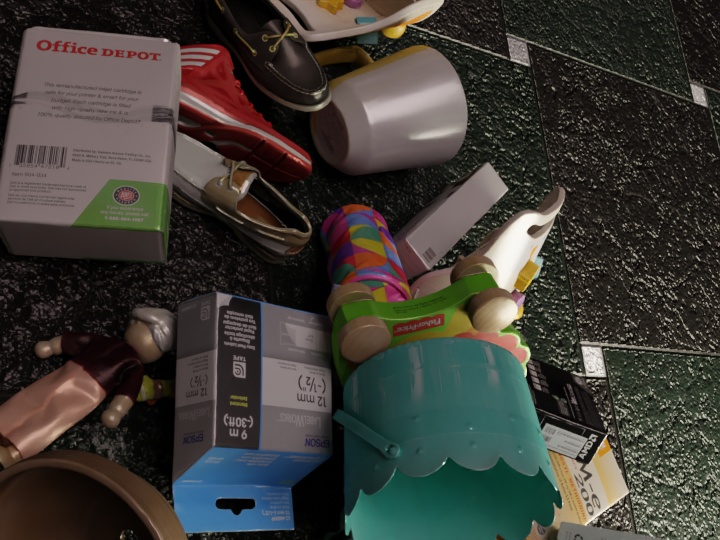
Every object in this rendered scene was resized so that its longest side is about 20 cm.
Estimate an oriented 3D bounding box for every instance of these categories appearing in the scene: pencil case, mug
[{"bbox_3d":[0.000,0.000,0.915,0.088,0.088,0.200,37,19,-19],"label":"pencil case"},{"bbox_3d":[0.013,-0.188,1.041,0.153,0.187,0.150,-21,118,-31],"label":"mug"}]

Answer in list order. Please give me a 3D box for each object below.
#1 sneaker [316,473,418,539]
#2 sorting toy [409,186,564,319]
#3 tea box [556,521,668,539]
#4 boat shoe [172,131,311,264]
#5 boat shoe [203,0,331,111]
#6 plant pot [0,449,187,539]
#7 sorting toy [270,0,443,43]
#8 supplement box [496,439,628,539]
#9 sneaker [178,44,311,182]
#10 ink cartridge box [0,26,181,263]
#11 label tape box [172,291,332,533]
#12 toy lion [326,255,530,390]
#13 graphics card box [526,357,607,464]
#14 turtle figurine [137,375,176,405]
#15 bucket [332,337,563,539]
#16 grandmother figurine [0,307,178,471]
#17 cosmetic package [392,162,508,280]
[{"bbox_3d":[0.045,0.285,0.893,0.200,0.078,0.140,-45,105,-24],"label":"sneaker"},{"bbox_3d":[0.171,-0.018,1.004,0.107,0.180,0.200,41,37,15],"label":"sorting toy"},{"bbox_3d":[0.282,0.417,0.930,0.197,0.134,0.200,58,45,-39],"label":"tea box"},{"bbox_3d":[-0.137,-0.088,0.910,0.200,0.068,0.075,35,55,-20],"label":"boat shoe"},{"bbox_3d":[-0.107,-0.260,0.959,0.072,0.061,0.201,-36,70,-24],"label":"boat shoe"},{"bbox_3d":[-0.208,0.232,0.677,0.201,0.201,0.093,63,19,1],"label":"plant pot"},{"bbox_3d":[-0.037,-0.343,1.044,0.180,0.107,0.200,-31,74,-36],"label":"sorting toy"},{"bbox_3d":[0.225,0.255,1.037,0.200,0.074,0.126,-18,84,-40],"label":"supplement box"},{"bbox_3d":[-0.132,-0.186,0.948,0.200,0.078,0.116,27,59,-27],"label":"sneaker"},{"bbox_3d":[-0.248,-0.116,0.797,0.145,0.084,0.200,4,68,-9],"label":"ink cartridge box"},{"bbox_3d":[-0.094,0.131,0.771,0.143,0.066,0.200,17,63,-45],"label":"label tape box"},{"bbox_3d":[0.072,0.087,0.843,0.200,0.192,0.069,-12,41,-11],"label":"toy lion"},{"bbox_3d":[0.177,0.141,0.990,0.200,0.051,0.125,20,23,-8],"label":"graphics card box"},{"bbox_3d":[-0.126,0.129,0.834,0.200,0.064,0.161,-1,73,-37],"label":"turtle figurine"},{"bbox_3d":[0.074,0.164,0.776,0.207,0.207,0.135,20,45,-29],"label":"bucket"},{"bbox_3d":[-0.243,0.096,0.752,0.121,0.061,0.200,40,56,19],"label":"grandmother figurine"},{"bbox_3d":[0.099,-0.059,1.065,0.051,0.083,0.200,51,50,-5],"label":"cosmetic package"}]
